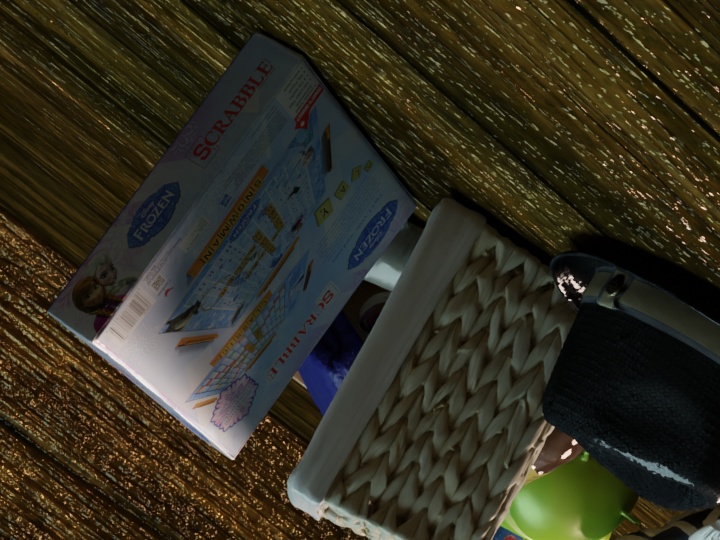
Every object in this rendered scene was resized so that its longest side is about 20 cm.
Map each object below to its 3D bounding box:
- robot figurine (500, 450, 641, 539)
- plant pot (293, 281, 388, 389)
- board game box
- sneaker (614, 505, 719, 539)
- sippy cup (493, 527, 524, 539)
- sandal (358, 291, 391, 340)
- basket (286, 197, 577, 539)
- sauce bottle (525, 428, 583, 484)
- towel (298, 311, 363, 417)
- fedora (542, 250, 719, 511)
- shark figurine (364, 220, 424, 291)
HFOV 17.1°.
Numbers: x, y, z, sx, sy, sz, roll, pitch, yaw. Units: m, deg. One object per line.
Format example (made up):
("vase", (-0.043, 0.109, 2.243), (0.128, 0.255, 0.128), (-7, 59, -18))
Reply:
("robot figurine", (0.122, 0.128, 1.712), (0.176, 0.116, 0.200), (50, 165, -30))
("plant pot", (0.002, 0.060, 1.893), (0.201, 0.093, 0.201), (35, 171, 6))
("board game box", (-0.069, -0.009, 1.409), (0.041, 0.200, 0.200), (32, 171, 31))
("sneaker", (0.275, 0.191, 1.641), (0.199, 0.129, 0.080), (-18, 91, 38))
("sippy cup", (0.148, 0.307, 2.625), (0.130, 0.140, 0.178), (26, -148, -11))
("sandal", (0.033, 0.026, 1.688), (0.203, 0.082, 0.050), (170, 79, -77))
("basket", (0.056, 0.078, 1.441), (0.123, 0.200, 0.136), (28, 172, 5))
("sauce bottle", (0.106, 0.106, 1.573), (0.065, 0.065, 0.200), (37, 138, -17))
("towel", (0.009, 0.107, 1.704), (0.200, 0.049, 0.148), (63, 170, -30))
("fedora", (0.165, 0.073, 1.296), (0.200, 0.092, 0.201), (34, 172, 5))
("shark figurine", (-0.018, -0.011, 1.600), (0.128, 0.090, 0.214), (43, 167, -36))
